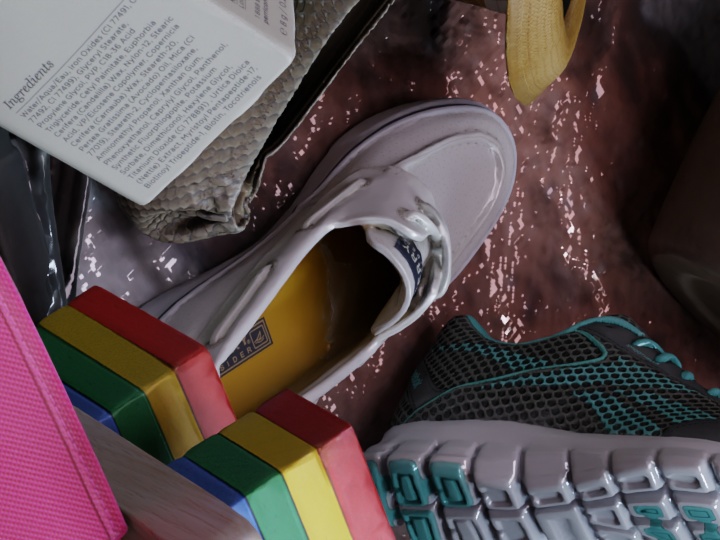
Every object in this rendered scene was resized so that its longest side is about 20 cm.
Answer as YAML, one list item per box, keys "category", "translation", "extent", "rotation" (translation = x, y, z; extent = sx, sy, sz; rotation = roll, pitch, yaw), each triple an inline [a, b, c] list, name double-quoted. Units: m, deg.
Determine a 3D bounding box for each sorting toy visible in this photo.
- category: "sorting toy"
  translation: [-0.035, 0.110, 0.726]
  extent: [0.070, 0.200, 0.199]
  rotation: [-33, 120, -22]

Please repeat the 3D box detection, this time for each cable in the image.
- category: "cable"
  translation: [-0.115, 0.010, 0.807]
  extent: [0.097, 0.050, 0.200]
  rotation: [-42, 131, -50]

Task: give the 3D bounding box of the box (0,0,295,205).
- category: "box"
  translation: [-0.119, -0.105, 0.725]
  extent: [0.200, 0.082, 0.068]
  rotation: [32, 34, -28]

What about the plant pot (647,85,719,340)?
- category: "plant pot"
  translation: [0.211, -0.040, 1.012]
  extent: [0.175, 0.200, 0.200]
  rotation: [-50, 124, -7]

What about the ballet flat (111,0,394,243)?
- category: "ballet flat"
  translation: [-0.008, -0.076, 0.799]
  extent: [0.046, 0.200, 0.067]
  rotation: [50, 24, 9]

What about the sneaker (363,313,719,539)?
- category: "sneaker"
  translation: [0.099, 0.054, 0.896]
  extent: [0.078, 0.200, 0.091]
  rotation: [68, 34, -50]

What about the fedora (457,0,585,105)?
- category: "fedora"
  translation: [0.042, -0.161, 0.881]
  extent: [0.201, 0.082, 0.201]
  rotation: [5, 90, -80]

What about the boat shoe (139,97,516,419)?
- category: "boat shoe"
  translation: [0.000, 0.000, 0.877]
  extent: [0.200, 0.070, 0.071]
  rotation: [-35, 114, -36]

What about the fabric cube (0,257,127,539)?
- category: "fabric cube"
  translation: [-0.217, 0.029, 0.597]
  extent: [0.199, 0.196, 0.200]
  rotation: [-37, 116, -33]
